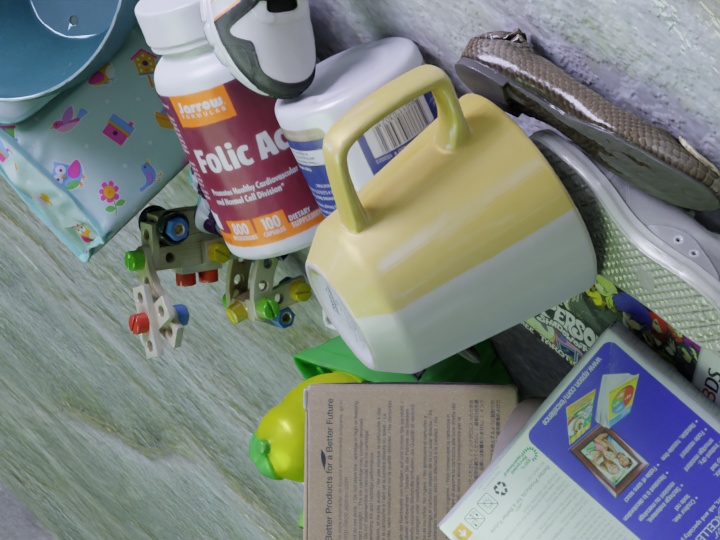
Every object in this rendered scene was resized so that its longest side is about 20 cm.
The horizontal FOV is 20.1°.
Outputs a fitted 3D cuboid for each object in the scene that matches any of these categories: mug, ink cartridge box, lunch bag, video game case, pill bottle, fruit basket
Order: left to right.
[{"bbox_3d":[-0.240,-0.139,1.730,0.200,0.170,0.122,47,159,-4],"label":"lunch bag"},{"bbox_3d":[-0.082,-0.120,1.489,0.114,0.114,0.201,13,132,55],"label":"pill bottle"},{"bbox_3d":[0.010,0.134,1.684,0.215,0.216,0.156,12,139,55],"label":"fruit basket"},{"bbox_3d":[0.028,-0.053,1.437,0.111,0.111,0.201,10,131,57],"label":"pill bottle"},{"bbox_3d":[0.040,0.186,1.550,0.075,0.164,0.201,15,-104,-85],"label":"ink cartridge box"},{"bbox_3d":[0.039,-0.027,1.315,0.187,0.153,0.149,58,170,-7],"label":"mug"},{"bbox_3d":[0.184,0.028,1.406,0.200,0.036,0.182,39,155,21],"label":"video game case"},{"bbox_3d":[0.185,0.171,1.379,0.200,0.198,0.043,42,-158,9],"label":"ink cartridge box"}]

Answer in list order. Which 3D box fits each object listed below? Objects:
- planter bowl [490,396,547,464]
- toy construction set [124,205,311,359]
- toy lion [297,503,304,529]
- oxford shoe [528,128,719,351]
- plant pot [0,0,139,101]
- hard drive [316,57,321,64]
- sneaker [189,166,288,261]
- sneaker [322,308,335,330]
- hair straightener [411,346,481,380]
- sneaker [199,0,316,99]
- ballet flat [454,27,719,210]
[{"bbox_3d":[0.189,0.196,1.506,0.134,0.201,0.201,0,135,26],"label":"planter bowl"},{"bbox_3d":[-0.135,0.006,1.783,0.092,0.199,0.132,9,107,40],"label":"toy construction set"},{"bbox_3d":[0.054,0.229,1.674,0.199,0.069,0.192,12,167,19],"label":"toy lion"},{"bbox_3d":[0.181,-0.025,1.296,0.200,0.058,0.075,42,152,30],"label":"oxford shoe"},{"bbox_3d":[-0.252,-0.235,1.617,0.200,0.200,0.135,44,-165,10],"label":"plant pot"},{"bbox_3d":[-0.048,-0.104,1.628,0.132,0.027,0.200,51,157,-5],"label":"hard drive"},{"bbox_3d":[-0.086,-0.067,1.654,0.087,0.075,0.200,31,165,6],"label":"sneaker"},{"bbox_3d":[0.000,0.000,1.596,0.074,0.116,0.200,49,160,-8],"label":"sneaker"},{"bbox_3d":[0.050,0.044,1.585,0.041,0.077,0.200,40,175,-21],"label":"hair straightener"},{"bbox_3d":[-0.069,-0.214,1.368,0.080,0.073,0.201,-7,100,55],"label":"sneaker"},{"bbox_3d":[0.147,-0.098,1.266,0.200,0.046,0.067,32,165,28],"label":"ballet flat"}]
